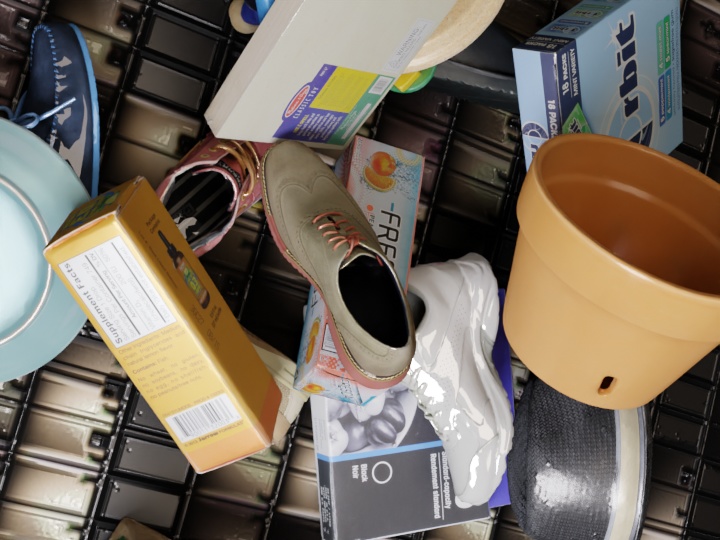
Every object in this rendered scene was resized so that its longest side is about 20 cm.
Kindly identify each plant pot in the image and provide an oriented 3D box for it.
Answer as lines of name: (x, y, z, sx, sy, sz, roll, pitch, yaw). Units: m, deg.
plant pot: (0.195, 0.008, 0.785, 0.198, 0.201, 0.141, 7, 128, -23)

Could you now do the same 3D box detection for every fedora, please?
fedora: (0.177, 0.159, 0.875, 0.091, 0.201, 0.202, 5, 87, -4)

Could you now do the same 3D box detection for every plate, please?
plate: (-0.279, -0.010, 0.711, 0.198, 0.026, 0.202, -2, 107, -6)

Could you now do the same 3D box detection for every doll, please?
doll: (-0.072, -0.220, 0.745, 0.048, 0.200, 0.138, -8, 93, -8)

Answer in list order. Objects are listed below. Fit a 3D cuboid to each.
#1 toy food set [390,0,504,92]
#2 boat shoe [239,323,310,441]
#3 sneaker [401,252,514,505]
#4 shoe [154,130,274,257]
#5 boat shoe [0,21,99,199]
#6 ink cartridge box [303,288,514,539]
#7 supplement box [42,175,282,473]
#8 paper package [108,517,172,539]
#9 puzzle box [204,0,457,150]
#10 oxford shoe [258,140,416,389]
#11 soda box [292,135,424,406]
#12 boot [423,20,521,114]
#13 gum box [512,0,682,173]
toy food set: (0.026, -0.251, 0.824, 0.198, 0.049, 0.200, -45, 77, 7)
boat shoe: (-0.124, 0.062, 0.791, 0.199, 0.071, 0.065, 36, 75, -20)
sneaker: (0.063, 0.089, 0.831, 0.099, 0.078, 0.202, -3, 79, -17)
shoe: (-0.099, -0.074, 0.793, 0.200, 0.091, 0.072, -46, 106, -17)
boat shoe: (-0.228, -0.080, 0.741, 0.068, 0.084, 0.202, -2, 88, -33)
ink cartridge box: (0.055, 0.119, 0.882, 0.198, 0.043, 0.200, -5, 90, -24)
supplement box: (-0.131, 0.040, 0.715, 0.068, 0.067, 0.201, -21, 113, 15)
paper package: (-0.144, 0.319, 0.762, 0.190, 0.103, 0.201, 34, 77, -19)
puzzle box: (-0.012, -0.167, 0.735, 0.132, 0.200, 0.026, -1, 51, -47)
oxford shoe: (-0.011, -0.018, 0.735, 0.070, 0.075, 0.201, -25, 74, -20)
soda box: (0.000, 0.000, 0.813, 0.063, 0.068, 0.202, 16, 65, -15)
boot: (0.108, -0.234, 0.891, 0.199, 0.076, 0.170, 12, 88, -16)
gum box: (0.212, -0.148, 0.891, 0.200, 0.044, 0.171, -39, 130, -35)
